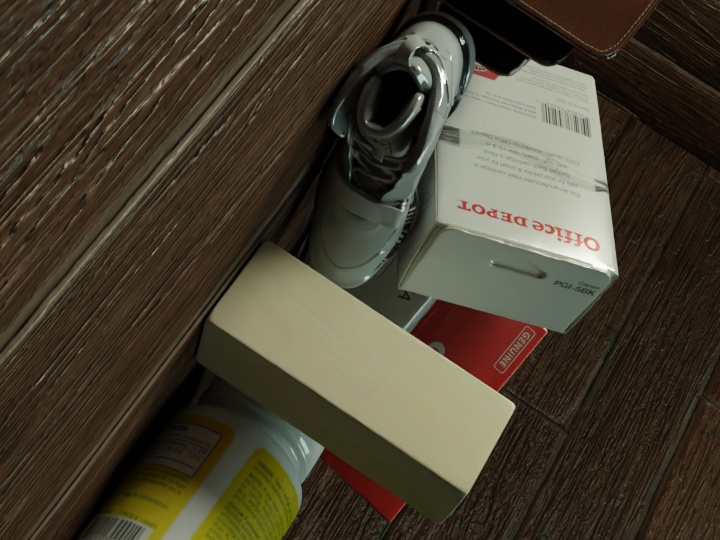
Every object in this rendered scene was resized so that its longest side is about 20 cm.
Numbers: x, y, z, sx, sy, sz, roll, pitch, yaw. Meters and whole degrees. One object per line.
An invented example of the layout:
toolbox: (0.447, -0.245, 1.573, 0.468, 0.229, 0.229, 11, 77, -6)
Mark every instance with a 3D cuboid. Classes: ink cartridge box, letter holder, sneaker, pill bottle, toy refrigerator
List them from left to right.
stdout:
pill bottle: (-0.110, 0.166, 0.867, 0.201, 0.113, 0.115, -54, 174, -38)
toy refrigerator: (-0.006, 0.075, 0.846, 0.076, 0.198, 0.070, -55, 175, -31)
sneaker: (0.007, -0.071, 0.833, 0.202, 0.074, 0.115, -65, 173, 19)
ink cartridge box: (0.019, 0.062, 0.993, 0.201, 0.176, 0.045, -50, 169, -2)
ink cartridge box: (0.105, -0.069, 0.960, 0.083, 0.145, 0.202, 124, -24, -48)
letter holder: (0.155, -0.232, 0.894, 0.201, 0.141, 0.101, -56, 175, -17)

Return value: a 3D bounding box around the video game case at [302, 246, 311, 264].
video game case: (-0.002, -0.055, 1.134, 0.201, 0.023, 0.183, -56, 174, -40)
